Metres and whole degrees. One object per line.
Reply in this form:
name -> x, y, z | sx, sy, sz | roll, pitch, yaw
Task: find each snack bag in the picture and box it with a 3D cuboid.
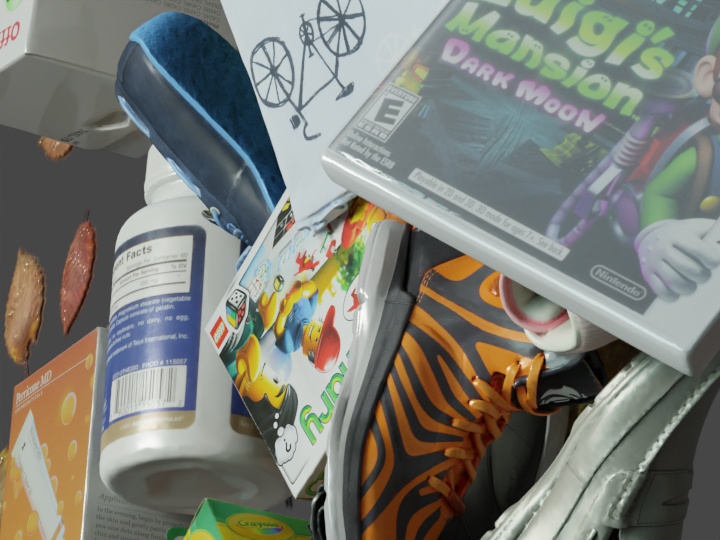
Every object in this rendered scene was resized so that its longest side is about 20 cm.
snack bag -> -0.003, -0.138, 1.305 | 0.188, 0.021, 0.200 | -30, 75, 49

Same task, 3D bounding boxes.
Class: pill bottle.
pill bottle -> -0.085, 0.027, 1.532 | 0.111, 0.111, 0.201 | -32, 50, 53

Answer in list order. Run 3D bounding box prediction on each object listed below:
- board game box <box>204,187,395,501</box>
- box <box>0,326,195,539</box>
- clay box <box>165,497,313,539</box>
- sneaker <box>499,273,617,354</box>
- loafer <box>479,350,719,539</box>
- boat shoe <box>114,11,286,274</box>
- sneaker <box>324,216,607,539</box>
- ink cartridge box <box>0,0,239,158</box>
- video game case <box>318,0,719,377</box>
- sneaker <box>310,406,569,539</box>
board game box -> 0.000, 0.000, 1.358 | 0.200, 0.035, 0.126 | -59, 43, 29
box -> -0.143, 0.152, 1.592 | 0.124, 0.097, 0.201 | -33, 48, 53
clay box -> -0.017, 0.179, 1.327 | 0.048, 0.115, 0.200 | -62, 31, 22
sneaker -> 0.098, -0.028, 1.194 | 0.104, 0.075, 0.200 | -24, 26, -1
loafer -> 0.115, 0.096, 1.188 | 0.070, 0.070, 0.200 | 42, 112, 15
boat shoe -> -0.053, -0.051, 1.478 | 0.200, 0.084, 0.069 | 53, 139, 9
sneaker -> 0.049, 0.067, 1.214 | 0.078, 0.112, 0.201 | 61, -145, -65
ink cartridge box -> -0.162, -0.194, 1.750 | 0.147, 0.146, 0.201 | -20, 59, 58
video game case -> 0.110, -0.070, 1.132 | 0.200, 0.023, 0.182 | 29, 71, 33
sneaker -> 0.034, 0.090, 1.291 | 0.071, 0.099, 0.201 | -13, 64, 62
